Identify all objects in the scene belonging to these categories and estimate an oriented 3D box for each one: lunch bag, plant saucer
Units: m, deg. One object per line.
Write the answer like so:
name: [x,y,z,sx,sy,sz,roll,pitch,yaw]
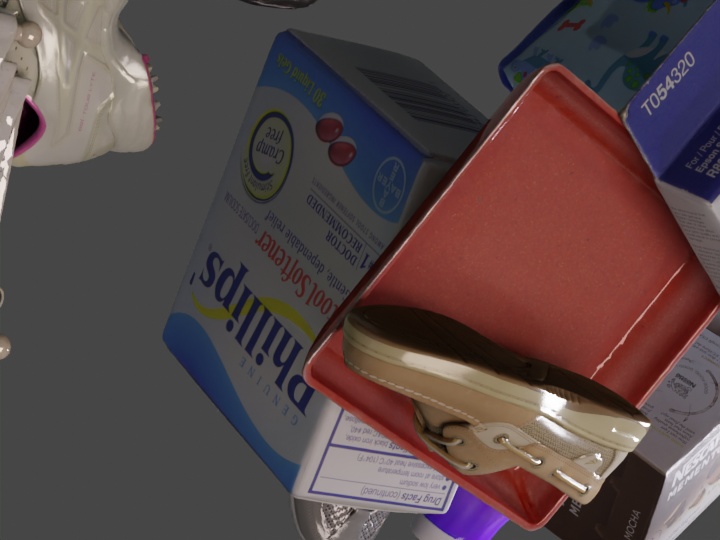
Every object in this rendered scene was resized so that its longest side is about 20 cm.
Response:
lunch bag: [0.209,-0.115,1.596,0.200,0.170,0.127,-44,131,-3]
plant saucer: [0.085,0.012,1.448,0.199,0.037,0.200,36,96,-39]

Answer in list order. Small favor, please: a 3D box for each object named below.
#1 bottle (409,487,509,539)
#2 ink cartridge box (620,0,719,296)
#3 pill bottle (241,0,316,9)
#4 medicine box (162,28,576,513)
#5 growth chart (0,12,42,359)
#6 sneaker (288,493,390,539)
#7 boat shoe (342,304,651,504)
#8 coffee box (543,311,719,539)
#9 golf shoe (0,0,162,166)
bottle: [0.100,0.085,1.713,0.083,0.065,0.200,20,105,-43]
ink cartridge box: [0.243,-0.071,1.473,0.196,0.043,0.200,-49,127,-21]
pill bottle: [-0.039,-0.243,1.417,0.112,0.112,0.201,8,112,-33]
medicine box: [0.000,0.000,1.532,0.103,0.182,0.201,11,110,-33]
growth chart: [-0.230,-0.046,1.405,0.144,0.018,0.201,-2,114,-31]
sneaker: [0.020,0.088,1.657,0.075,0.082,0.200,12,110,-34]
boat shoe: [0.062,0.072,1.399,0.200,0.071,0.065,22,103,-39]
coffee box: [0.197,0.080,1.696,0.200,0.080,0.113,-38,155,-36]
golf shoe: [-0.161,-0.136,1.434,0.091,0.075,0.201,-20,124,-15]
